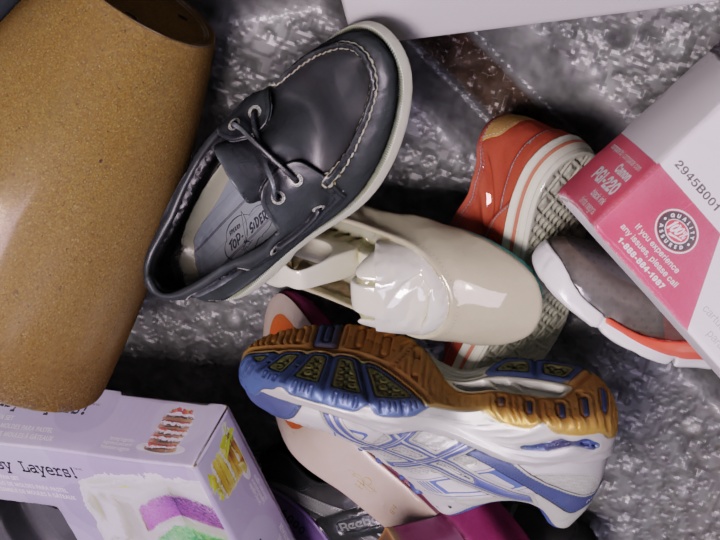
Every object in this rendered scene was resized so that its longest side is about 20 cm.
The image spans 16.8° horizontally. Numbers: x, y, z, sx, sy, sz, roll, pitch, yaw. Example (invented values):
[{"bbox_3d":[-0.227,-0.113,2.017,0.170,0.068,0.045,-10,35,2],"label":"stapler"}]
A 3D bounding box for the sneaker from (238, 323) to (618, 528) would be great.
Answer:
[{"bbox_3d":[0.031,0.088,1.270,0.199,0.075,0.088,12,123,7],"label":"sneaker"}]

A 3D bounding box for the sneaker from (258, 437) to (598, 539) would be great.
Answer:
[{"bbox_3d":[0.034,0.136,1.379,0.199,0.076,0.088,2,114,14],"label":"sneaker"}]

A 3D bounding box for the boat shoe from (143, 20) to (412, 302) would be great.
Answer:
[{"bbox_3d":[-0.049,-0.048,1.208,0.199,0.066,0.075,-41,73,42],"label":"boat shoe"}]

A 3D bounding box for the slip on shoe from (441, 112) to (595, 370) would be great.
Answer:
[{"bbox_3d":[0.074,0.001,1.299,0.061,0.074,0.201,41,136,31],"label":"slip on shoe"}]

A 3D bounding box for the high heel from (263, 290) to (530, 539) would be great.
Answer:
[{"bbox_3d":[0.018,0.094,1.350,0.067,0.096,0.201,-45,62,44],"label":"high heel"}]

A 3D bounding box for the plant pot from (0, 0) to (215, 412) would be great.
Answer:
[{"bbox_3d":[-0.166,-0.062,1.269,0.186,0.186,0.200,32,109,-4],"label":"plant pot"}]

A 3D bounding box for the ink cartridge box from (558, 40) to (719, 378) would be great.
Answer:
[{"bbox_3d":[0.219,-0.047,1.168,0.200,0.085,0.146,-43,104,3],"label":"ink cartridge box"}]

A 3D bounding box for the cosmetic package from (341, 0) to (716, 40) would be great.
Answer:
[{"bbox_3d":[0.085,-0.181,1.170,0.199,0.085,0.108,-3,119,18],"label":"cosmetic package"}]

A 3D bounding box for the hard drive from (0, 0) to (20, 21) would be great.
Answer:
[{"bbox_3d":[-0.146,-0.194,1.191,0.033,0.140,0.200,37,121,-20],"label":"hard drive"}]

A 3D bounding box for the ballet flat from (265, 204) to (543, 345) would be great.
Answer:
[{"bbox_3d":[0.000,0.000,1.268,0.199,0.069,0.070,20,127,34],"label":"ballet flat"}]

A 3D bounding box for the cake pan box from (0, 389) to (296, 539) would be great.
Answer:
[{"bbox_3d":[-0.132,0.144,1.377,0.199,0.052,0.185,5,134,30],"label":"cake pan box"}]

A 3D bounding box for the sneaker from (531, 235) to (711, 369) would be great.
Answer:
[{"bbox_3d":[0.183,0.006,1.256,0.199,0.077,0.082,18,111,-21],"label":"sneaker"}]
